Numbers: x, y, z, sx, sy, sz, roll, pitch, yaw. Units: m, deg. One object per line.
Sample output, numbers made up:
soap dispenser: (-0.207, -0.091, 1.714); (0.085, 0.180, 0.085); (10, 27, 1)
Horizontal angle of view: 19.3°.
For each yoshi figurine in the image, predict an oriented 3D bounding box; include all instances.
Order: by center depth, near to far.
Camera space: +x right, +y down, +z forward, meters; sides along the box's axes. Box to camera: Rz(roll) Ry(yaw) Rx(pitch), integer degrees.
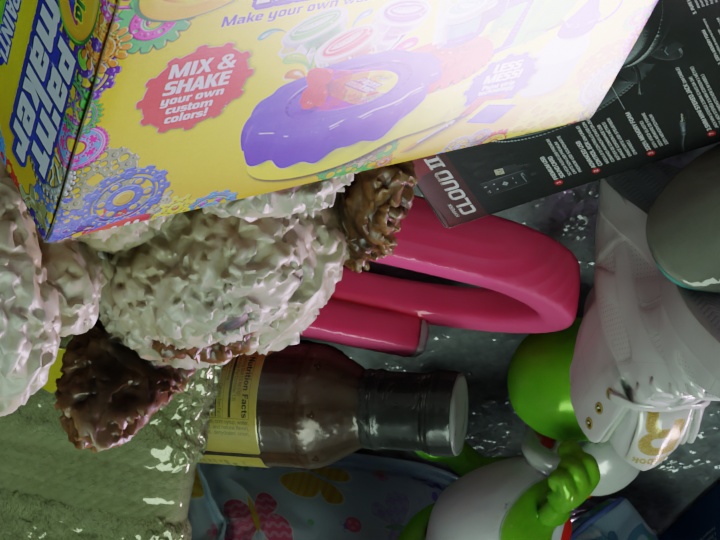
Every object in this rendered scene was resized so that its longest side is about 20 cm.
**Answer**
yoshi figurine: (0.072, 0.097, 1.029); (0.112, 0.200, 0.112); (42, 175, 6)

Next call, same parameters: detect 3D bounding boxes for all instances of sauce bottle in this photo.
sauce bottle: (-0.048, 0.064, 1.022); (0.199, 0.065, 0.065); (4, 143, 14)

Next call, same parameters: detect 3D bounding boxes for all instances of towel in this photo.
towel: (-0.168, 0.078, 1.000); (0.199, 0.036, 0.149); (11, 99, 10)

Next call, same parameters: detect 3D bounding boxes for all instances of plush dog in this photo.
plush dog: (-0.076, -0.024, 0.806); (0.200, 0.161, 0.172); (-33, 137, 8)

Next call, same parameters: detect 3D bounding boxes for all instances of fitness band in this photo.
fitness band: (0.000, 0.000, 0.950); (0.199, 0.038, 0.144); (12, 164, -16)

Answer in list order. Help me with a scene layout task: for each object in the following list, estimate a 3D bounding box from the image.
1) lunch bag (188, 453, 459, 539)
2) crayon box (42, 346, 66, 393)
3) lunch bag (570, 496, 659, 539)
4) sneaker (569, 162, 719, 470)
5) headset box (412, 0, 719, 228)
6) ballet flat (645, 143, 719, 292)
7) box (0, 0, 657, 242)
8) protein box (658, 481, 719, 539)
lunch bag: (-0.026, 0.185, 1.157); (0.200, 0.127, 0.170); (8, 143, -31)
crayon box: (-0.181, -0.035, 0.898); (0.200, 0.051, 0.127); (33, 138, -20)
lunch bag: (0.084, 0.221, 1.144); (0.082, 0.200, 0.161); (46, 144, 7)
sneaker: (0.144, 0.043, 0.894); (0.073, 0.200, 0.116); (3, 114, -13)
headset box: (0.074, -0.107, 0.827); (0.200, 0.077, 0.149); (-17, 138, 21)
ballet flat: (0.205, -0.046, 0.845); (0.200, 0.068, 0.064); (-16, 157, -21)
box: (-0.033, -0.136, 0.640); (0.200, 0.193, 0.122); (-14, 148, -30)
protein box: (0.264, 0.202, 1.118); (0.135, 0.200, 0.199); (16, 139, -20)
